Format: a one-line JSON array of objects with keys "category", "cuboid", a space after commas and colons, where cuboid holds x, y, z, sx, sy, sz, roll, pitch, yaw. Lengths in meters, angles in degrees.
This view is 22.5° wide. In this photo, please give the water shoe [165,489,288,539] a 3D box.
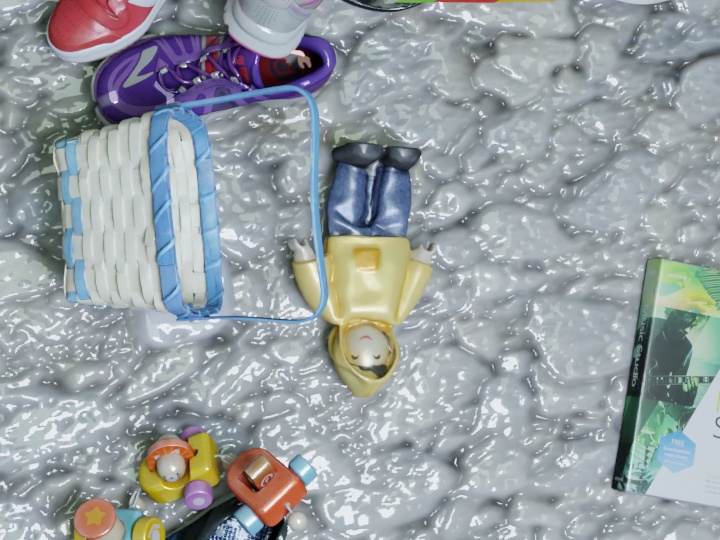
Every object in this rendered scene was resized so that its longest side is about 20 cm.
[{"category": "water shoe", "cuboid": [-0.142, 0.240, 1.398, 0.200, 0.079, 0.072, -42, 98, -13]}]

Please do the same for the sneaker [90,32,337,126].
[{"category": "sneaker", "cuboid": [-0.114, -0.159, 1.422, 0.198, 0.083, 0.081, -14, 91, -14]}]

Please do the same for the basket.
[{"category": "basket", "cuboid": [-0.125, -0.047, 1.373, 0.198, 0.139, 0.178, -1, 91, 15]}]

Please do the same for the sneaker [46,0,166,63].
[{"category": "sneaker", "cuboid": [-0.167, -0.246, 1.382, 0.200, 0.113, 0.071, -40, 75, -7]}]

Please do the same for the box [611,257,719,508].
[{"category": "box", "cuboid": [0.300, 0.100, 1.549, 0.143, 0.036, 0.202, 10, 84, -15]}]

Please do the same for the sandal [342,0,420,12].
[{"category": "sandal", "cuboid": [-0.020, -0.261, 1.472, 0.198, 0.043, 0.077, 12, 85, -15]}]

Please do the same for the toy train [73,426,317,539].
[{"category": "toy train", "cuboid": [-0.138, 0.183, 1.369, 0.200, 0.150, 0.056, -39, 133, -9]}]

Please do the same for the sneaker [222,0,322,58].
[{"category": "sneaker", "cuboid": [-0.035, -0.262, 1.392, 0.081, 0.088, 0.201, 24, 64, -12]}]

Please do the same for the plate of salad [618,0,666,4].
[{"category": "plate of salad", "cuboid": [0.225, -0.324, 1.541, 0.198, 0.048, 0.202, 3, 84, -25]}]

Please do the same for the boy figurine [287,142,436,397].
[{"category": "boy figurine", "cuboid": [0.000, 0.000, 1.457, 0.123, 0.064, 0.202, 8, 82, -18]}]

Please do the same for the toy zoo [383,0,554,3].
[{"category": "toy zoo", "cuboid": [0.098, -0.286, 1.494, 0.198, 0.020, 0.133, -5, 81, -29]}]
